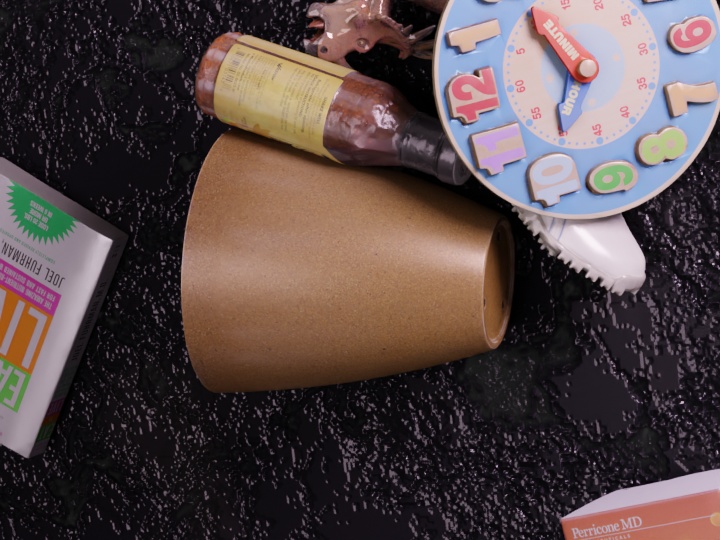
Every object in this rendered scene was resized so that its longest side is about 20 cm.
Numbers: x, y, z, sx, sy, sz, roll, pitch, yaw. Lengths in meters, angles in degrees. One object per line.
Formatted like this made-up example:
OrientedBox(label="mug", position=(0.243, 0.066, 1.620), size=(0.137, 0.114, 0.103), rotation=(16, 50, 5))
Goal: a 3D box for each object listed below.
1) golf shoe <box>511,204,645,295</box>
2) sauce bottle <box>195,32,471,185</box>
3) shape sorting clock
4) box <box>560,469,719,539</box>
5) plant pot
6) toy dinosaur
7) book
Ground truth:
OrientedBox(label="golf shoe", position=(0.141, -0.078, 1.651), size=(0.097, 0.078, 0.200), rotation=(-42, 77, 24))
OrientedBox(label="sauce bottle", position=(-0.015, -0.106, 1.667), size=(0.200, 0.066, 0.066), rotation=(22, 109, 24))
OrientedBox(label="shape sorting clock", position=(0.144, -0.132, 1.595), size=(0.199, 0.039, 0.201), rotation=(-1, 100, -8))
OrientedBox(label="box", position=(0.230, 0.240, 1.632), size=(0.124, 0.097, 0.201), rotation=(-16, 90, 33))
OrientedBox(label="plant pot", position=(0.000, 0.000, 1.701), size=(0.199, 0.186, 0.187), rotation=(4, 101, 18))
OrientedBox(label="toy dinosaur", position=(0.067, -0.197, 1.670), size=(0.199, 0.086, 0.136), rotation=(3, 99, 27))
OrientedBox(label="book", position=(-0.272, 0.030, 1.943), size=(0.133, 0.048, 0.200), rotation=(30, 111, 20))
